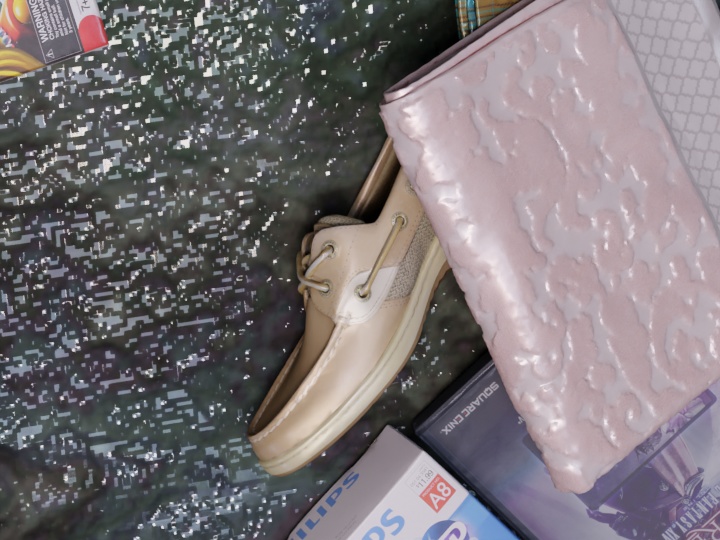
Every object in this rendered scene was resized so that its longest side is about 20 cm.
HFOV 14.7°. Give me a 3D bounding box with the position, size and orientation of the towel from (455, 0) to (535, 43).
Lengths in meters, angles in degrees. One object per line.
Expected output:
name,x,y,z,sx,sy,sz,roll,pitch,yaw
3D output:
towel,0.100,-0.139,1.281,0.146,0.022,0.201,-9,94,-35

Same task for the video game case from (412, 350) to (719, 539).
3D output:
video game case,0.143,0.094,1.342,0.143,0.019,0.200,-43,106,10

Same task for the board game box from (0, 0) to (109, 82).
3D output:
board game box,-0.197,-0.172,1.193,0.126,0.035,0.201,-21,106,-14

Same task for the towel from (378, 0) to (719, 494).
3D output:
towel,0.117,-0.032,1.258,0.191,0.032,0.201,-35,107,-30

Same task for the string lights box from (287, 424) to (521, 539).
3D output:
string lights box,0.054,0.179,1.332,0.200,0.059,0.103,43,86,-20

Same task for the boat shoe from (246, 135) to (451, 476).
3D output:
boat shoe,0.000,0.000,1.277,0.065,0.072,0.200,36,81,-17
